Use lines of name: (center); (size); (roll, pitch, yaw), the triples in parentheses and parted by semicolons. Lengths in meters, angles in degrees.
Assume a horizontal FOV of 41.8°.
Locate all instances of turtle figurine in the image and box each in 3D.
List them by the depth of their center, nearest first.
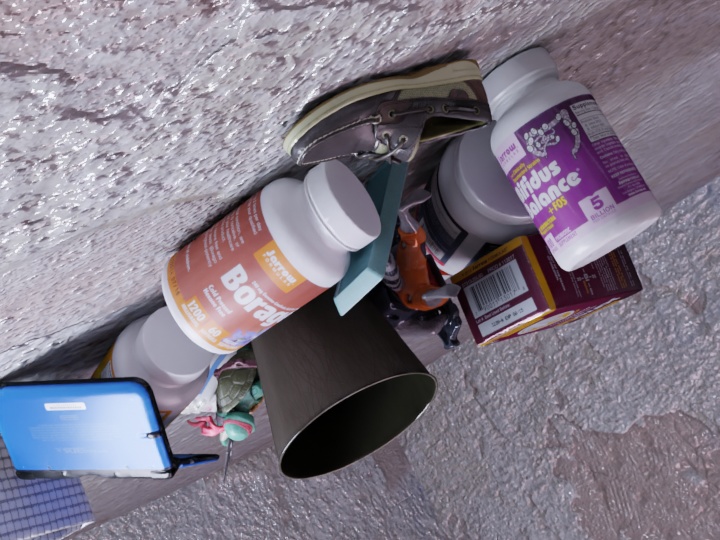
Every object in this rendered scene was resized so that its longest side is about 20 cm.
turtle figurine: (-0.115, 0.130, 1.057); (0.148, 0.202, 0.101); (-16, 136, 28)

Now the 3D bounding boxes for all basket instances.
basket: (-0.041, 0.081, 0.971); (0.180, 0.201, 0.136); (-36, 146, 9)

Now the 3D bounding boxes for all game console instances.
game console: (-0.282, 0.173, 1.054); (0.198, 0.172, 0.119); (-4, -156, 17)

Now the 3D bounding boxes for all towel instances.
towel: (-0.418, 0.253, 1.106); (0.085, 0.167, 0.200); (-25, 170, 16)

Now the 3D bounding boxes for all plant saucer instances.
plant saucer: (0.012, -0.044, 0.932); (0.070, 0.019, 0.201); (-44, -158, 38)

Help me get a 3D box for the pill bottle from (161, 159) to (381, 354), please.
pill bottle: (-0.082, -0.015, 0.888); (0.199, 0.113, 0.112); (-34, 167, 22)

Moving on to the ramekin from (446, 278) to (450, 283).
ramekin: (0.062, 0.037, 1.500); (0.201, 0.095, 0.203); (-28, 168, -6)

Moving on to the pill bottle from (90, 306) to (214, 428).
pill bottle: (-0.238, 0.118, 1.080); (0.110, 0.112, 0.200); (-20, 165, -38)

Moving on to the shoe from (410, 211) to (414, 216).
shoe: (0.037, -0.037, 1.252); (0.199, 0.053, 0.070); (-28, 127, -17)

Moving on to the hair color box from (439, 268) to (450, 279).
hair color box: (0.000, 0.000, 1.144); (0.198, 0.062, 0.101); (0, 153, -34)

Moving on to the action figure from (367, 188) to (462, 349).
action figure: (0.035, -0.006, 1.008); (0.104, 0.201, 0.194); (-22, 160, -20)

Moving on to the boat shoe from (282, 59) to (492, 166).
boat shoe: (0.031, -0.125, 0.803); (0.198, 0.065, 0.073); (-24, 169, -21)

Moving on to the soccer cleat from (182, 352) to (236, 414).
soccer cleat: (-0.256, 0.178, 1.360); (0.198, 0.087, 0.070); (-26, 168, -15)

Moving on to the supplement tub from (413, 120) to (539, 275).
supplement tub: (0.145, -0.082, 1.072); (0.139, 0.141, 0.200); (-25, 168, -16)

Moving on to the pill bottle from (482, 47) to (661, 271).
pill bottle: (0.196, -0.111, 0.920); (0.111, 0.201, 0.112); (-28, 168, -6)

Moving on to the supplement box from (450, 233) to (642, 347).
supplement box: (0.211, 0.014, 1.056); (0.199, 0.086, 0.110); (-8, 162, -45)
